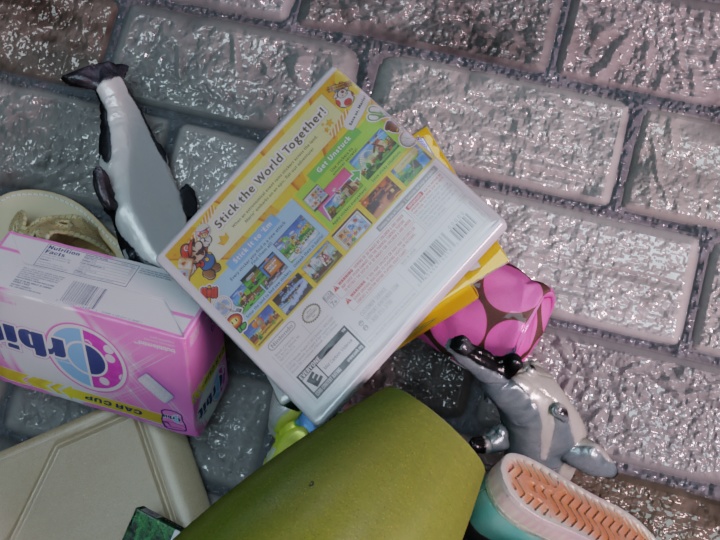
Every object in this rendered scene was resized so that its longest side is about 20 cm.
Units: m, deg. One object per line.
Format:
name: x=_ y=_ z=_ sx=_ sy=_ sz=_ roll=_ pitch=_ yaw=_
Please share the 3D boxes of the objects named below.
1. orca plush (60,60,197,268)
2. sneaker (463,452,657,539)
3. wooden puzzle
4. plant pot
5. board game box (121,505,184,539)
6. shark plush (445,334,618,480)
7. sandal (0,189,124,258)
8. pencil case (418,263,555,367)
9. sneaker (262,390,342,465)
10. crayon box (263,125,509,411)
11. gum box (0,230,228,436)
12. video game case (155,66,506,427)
orca plush: x=-0.209 y=-0.075 z=1.102 sx=0.071 sy=0.105 sz=0.201 roll=-33 pitch=83 yaw=35
sneaker: x=0.157 y=0.214 z=0.973 sx=0.199 sy=0.072 sz=0.080 roll=36 pitch=124 yaw=-14
wooden puzzle: x=-0.219 y=0.216 z=1.062 sx=0.198 sy=0.037 sz=0.187 roll=-22 pitch=75 yaw=-1
plant pot: x=-0.011 y=0.185 z=0.893 sx=0.187 sy=0.187 sz=0.200 roll=37 pitch=75 yaw=14
board game box: x=-0.168 y=0.297 z=1.004 sx=0.104 sy=0.023 sz=0.202 roll=23 pitch=90 yaw=14
shark plush: x=0.119 y=0.118 z=0.954 sx=0.083 sy=0.200 sz=0.091 roll=-36 pitch=53 yaw=2
sandal: x=-0.243 y=-0.014 z=1.093 sx=0.211 sy=0.070 sz=0.078 roll=32 pitch=84 yaw=13
pencil case: x=0.052 y=0.012 z=1.040 sx=0.199 sy=0.091 sz=0.094 roll=31 pitch=111 yaw=15
sneaker: x=-0.026 y=0.145 z=1.034 sx=0.104 sy=0.076 sz=0.203 roll=11 pitch=87 yaw=-2
crayon box: x=0.000 y=0.000 z=0.982 sx=0.199 sy=0.052 sz=0.127 roll=-32 pitch=74 yaw=4
gum box: x=-0.211 y=0.049 z=1.040 sx=0.198 sy=0.114 sz=0.066 roll=14 pitch=44 yaw=14
video game case: x=-0.024 y=-0.020 z=0.953 sx=0.182 sy=0.023 sz=0.200 roll=43 pitch=90 yaw=17
